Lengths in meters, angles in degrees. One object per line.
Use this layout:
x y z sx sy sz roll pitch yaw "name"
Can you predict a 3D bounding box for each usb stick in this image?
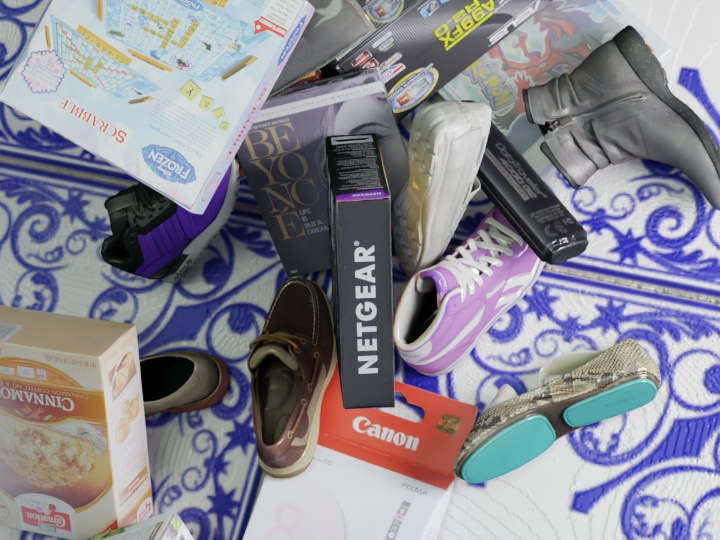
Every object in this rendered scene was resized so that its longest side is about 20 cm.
0.132 -0.083 1.601 0.055 0.033 0.200 -18 53 -28 "usb stick"

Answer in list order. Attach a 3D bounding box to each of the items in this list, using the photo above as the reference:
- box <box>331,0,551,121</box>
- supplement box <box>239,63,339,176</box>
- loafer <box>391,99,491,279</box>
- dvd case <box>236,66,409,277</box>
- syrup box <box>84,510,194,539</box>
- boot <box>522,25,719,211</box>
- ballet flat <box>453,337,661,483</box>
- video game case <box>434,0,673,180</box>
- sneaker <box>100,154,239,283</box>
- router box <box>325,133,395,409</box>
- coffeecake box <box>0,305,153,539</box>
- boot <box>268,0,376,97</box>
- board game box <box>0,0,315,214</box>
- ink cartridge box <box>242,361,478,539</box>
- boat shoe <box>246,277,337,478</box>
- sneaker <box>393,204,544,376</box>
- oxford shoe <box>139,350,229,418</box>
0.070 -0.230 1.614 0.200 0.160 0.044 -37 66 5 "box"
-0.116 -0.190 1.668 0.197 0.200 0.133 -14 71 15 "supplement box"
0.074 -0.068 1.580 0.070 0.200 0.070 -13 53 -22 "loafer"
-0.027 -0.085 1.617 0.148 0.200 0.016 -13 38 11 "dvd case"
-0.238 0.294 1.605 0.200 0.081 0.079 -21 110 23 "syrup box"
0.242 -0.109 1.594 0.132 0.070 0.200 -35 69 7 "boot"
0.166 0.118 1.568 0.200 0.068 0.075 -27 46 4 "ballet flat"
0.162 -0.206 1.675 0.182 0.023 0.200 -44 66 3 "video game case"
-0.185 -0.059 1.655 0.200 0.099 0.070 -54 37 41 "sneaker"
0.000 0.000 1.553 0.051 0.149 0.200 -3 116 -2 "router box"
-0.281 0.144 1.643 0.153 0.073 0.200 7 116 20 "coffeecake box"
-0.112 -0.212 1.525 0.200 0.073 0.182 -42 82 11 "boot"
-0.172 -0.181 1.485 0.200 0.041 0.200 31 93 10 "board game box"
-0.002 0.193 1.606 0.162 0.057 0.200 17 85 22 "ink cartridge box"
-0.068 0.087 1.628 0.072 0.072 0.200 -1 60 17 "boat shoe"
0.102 0.001 1.588 0.073 0.114 0.201 31 84 25 "sneaker"
-0.229 0.113 1.689 0.200 0.075 0.071 -20 70 12 "oxford shoe"
